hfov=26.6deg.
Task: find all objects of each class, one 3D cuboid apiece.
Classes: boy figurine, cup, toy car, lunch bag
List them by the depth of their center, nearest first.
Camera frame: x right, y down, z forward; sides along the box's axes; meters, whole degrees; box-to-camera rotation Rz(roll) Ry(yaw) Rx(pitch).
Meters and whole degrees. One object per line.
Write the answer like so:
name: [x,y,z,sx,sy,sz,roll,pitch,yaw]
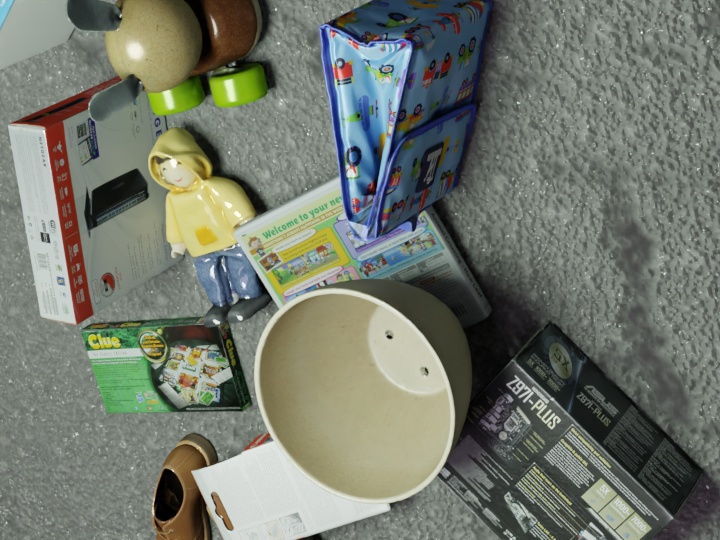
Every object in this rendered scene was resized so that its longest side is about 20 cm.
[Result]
lunch bag: [0.037,-0.127,1.319,0.093,0.150,0.202,15,119,26]
cup: [0.023,0.090,1.388,0.198,0.143,0.203,10,112,25]
toy car: [-0.199,-0.211,1.402,0.156,0.200,0.166,-3,110,33]
boy figurine: [-0.151,-0.047,1.535,0.123,0.064,0.202,-6,112,36]

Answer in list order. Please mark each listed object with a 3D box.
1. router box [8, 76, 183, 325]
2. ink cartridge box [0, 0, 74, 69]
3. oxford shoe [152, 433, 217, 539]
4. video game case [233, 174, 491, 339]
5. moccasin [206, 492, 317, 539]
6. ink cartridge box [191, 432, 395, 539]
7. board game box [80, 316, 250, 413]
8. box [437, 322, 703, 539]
router box: [-0.258,-0.075,1.517,0.048,0.179,0.202,8,116,29]
ink cartridge box: [-0.373,-0.324,1.497,0.200,0.146,0.147,46,129,6]
oxford shoe: [-0.212,0.281,1.723,0.071,0.071,0.202,21,123,22]
video game case: [0.000,0.000,1.459,0.199,0.022,0.183,-24,104,31]
moccasin: [-0.096,0.308,1.659,0.201,0.074,0.078,43,141,4]
ink cartridge box: [-0.066,0.218,1.585,0.198,0.050,0.110,-21,98,25]
board game box: [-0.215,0.105,1.672,0.198,0.023,0.106,-4,111,33]
box: [0.183,0.180,1.408,0.200,0.086,0.164,44,128,8]
